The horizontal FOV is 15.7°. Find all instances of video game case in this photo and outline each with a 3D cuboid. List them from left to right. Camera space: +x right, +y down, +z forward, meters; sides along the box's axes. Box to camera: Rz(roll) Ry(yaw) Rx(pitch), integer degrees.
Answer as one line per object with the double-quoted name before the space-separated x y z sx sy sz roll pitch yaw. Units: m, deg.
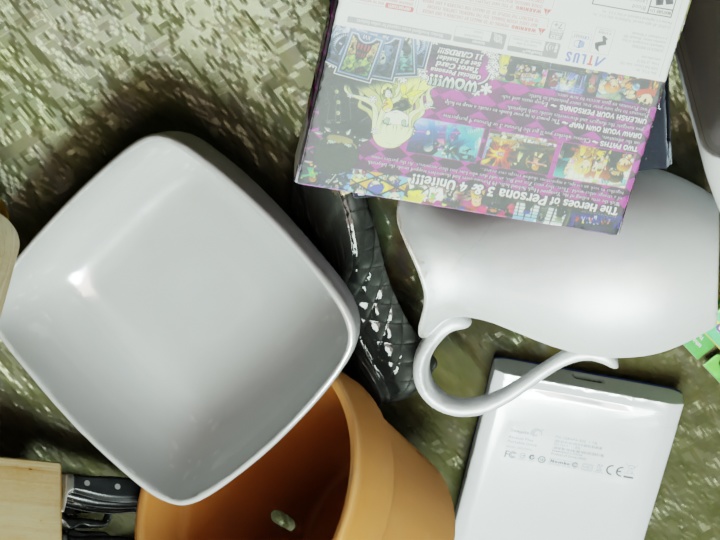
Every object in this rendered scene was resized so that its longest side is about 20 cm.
"video game case" 0.075 -0.116 1.504 0.199 0.036 0.182 8 123 -7

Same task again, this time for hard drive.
"hard drive" 0.135 0.161 1.808 0.131 0.025 0.201 10 117 -5

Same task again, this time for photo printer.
"photo printer" 0.249 -0.057 1.576 0.069 0.200 0.167 -21 123 12

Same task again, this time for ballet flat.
"ballet flat" 0.000 0.000 1.704 0.057 0.066 0.200 -36 129 -26

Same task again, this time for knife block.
"knife block" -0.234 0.160 1.738 0.175 0.064 0.200 -10 157 17

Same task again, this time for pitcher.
"pitcher" 0.128 0.016 1.669 0.199 0.121 0.172 0 117 7

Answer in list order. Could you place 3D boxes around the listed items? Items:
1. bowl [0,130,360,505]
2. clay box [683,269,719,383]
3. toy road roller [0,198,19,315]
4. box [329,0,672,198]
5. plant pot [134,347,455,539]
"bowl" -0.110 0.024 1.668 0.200 0.075 0.200 46 113 0
"clay box" 0.309 0.020 1.721 0.200 0.048 0.115 -37 117 20
"toy road roller" -0.304 0.035 1.664 0.199 0.123 0.146 -4 139 17
"box" 0.083 -0.138 1.574 0.199 0.104 0.148 -5 123 1
"plant pot" -0.032 0.167 1.731 0.200 0.200 0.140 -40 137 22
